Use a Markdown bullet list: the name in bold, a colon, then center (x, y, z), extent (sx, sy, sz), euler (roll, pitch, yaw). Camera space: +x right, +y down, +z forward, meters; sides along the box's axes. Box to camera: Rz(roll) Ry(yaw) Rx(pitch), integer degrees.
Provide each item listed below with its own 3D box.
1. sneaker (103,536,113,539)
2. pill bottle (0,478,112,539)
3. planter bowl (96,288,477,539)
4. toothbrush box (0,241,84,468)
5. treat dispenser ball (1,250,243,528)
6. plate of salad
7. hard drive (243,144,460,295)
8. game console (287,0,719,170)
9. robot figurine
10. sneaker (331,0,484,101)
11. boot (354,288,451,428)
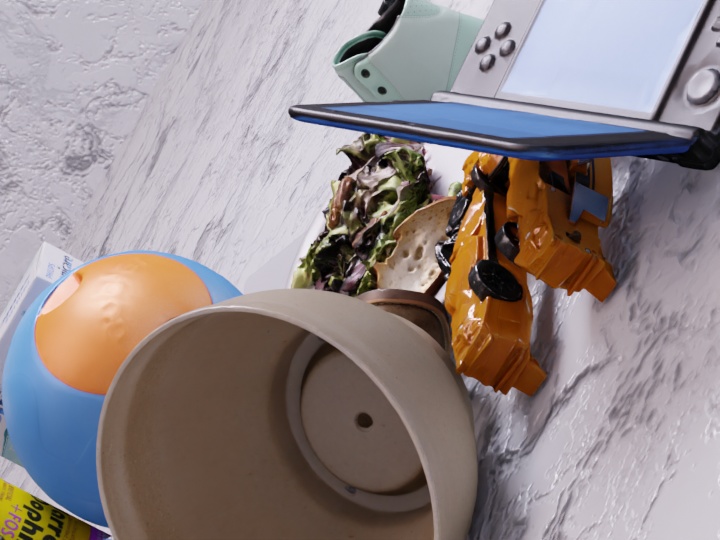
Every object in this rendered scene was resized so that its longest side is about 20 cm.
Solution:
- **sneaker**: center (-0.129, 0.204, 1.590), extent (0.085, 0.078, 0.200), euler (-32, -14, 21)
- **pill bottle**: center (-0.232, 0.224, 1.765), extent (0.105, 0.199, 0.104), euler (-56, 14, 22)
- **planter bowl**: center (-0.019, 0.095, 1.274), extent (0.201, 0.200, 0.135), euler (-54, -12, 32)
- **toothbrush box**: center (-0.198, 0.095, 1.901), extent (0.147, 0.199, 0.085), euler (-59, 13, 15)
- **treat dispenser ball**: center (-0.157, 0.087, 1.751), extent (0.202, 0.200, 0.201), euler (-57, 14, 22)
- **plate of salad**: center (0.013, -0.027, 1.493), extent (0.200, 0.048, 0.201), euler (-37, 33, 30)
- **hard drive**: center (0.000, 0.000, 1.559), extent (0.200, 0.026, 0.132), euler (-38, 32, 28)
- **game console**: center (0.090, -0.116, 1.226), extent (0.199, 0.118, 0.172), euler (14, 73, 49)
- **robot figurine**: center (0.091, -0.026, 1.328), extent (0.145, 0.058, 0.201), euler (-54, 15, 29)
- **sneaker**: center (0.019, -0.095, 1.622), extent (0.201, 0.118, 0.074), euler (-57, 15, 25)
- **boot**: center (0.008, 0.084, 1.394), extent (0.201, 0.073, 0.076), euler (109, 168, -53)
